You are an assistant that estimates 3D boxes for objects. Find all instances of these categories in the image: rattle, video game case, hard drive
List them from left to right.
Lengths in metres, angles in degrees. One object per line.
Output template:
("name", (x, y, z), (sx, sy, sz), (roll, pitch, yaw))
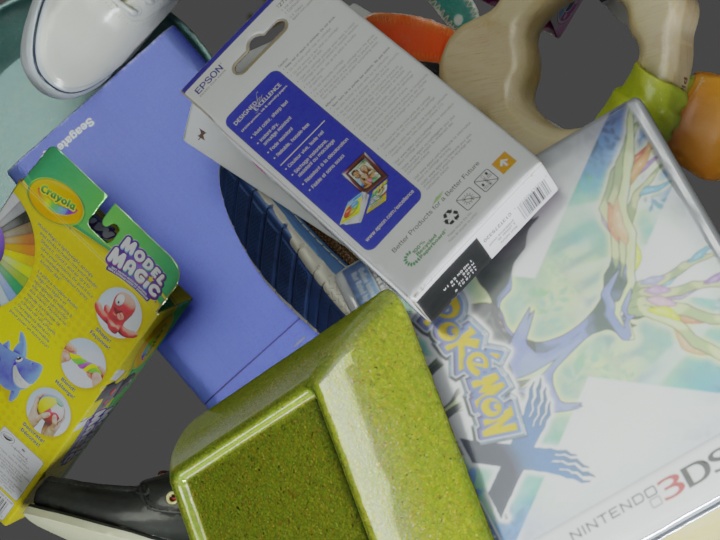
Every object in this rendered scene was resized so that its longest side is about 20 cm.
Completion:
("hard drive", (-0.093, -0.026, 1.330), (0.132, 0.025, 0.200), (-41, 81, -2))
("rattle", (0.115, -0.116, 1.274), (0.199, 0.142, 0.131), (6, 102, 38))
("video game case", (0.107, 0.042, 1.125), (0.182, 0.022, 0.201), (-30, 68, 7))

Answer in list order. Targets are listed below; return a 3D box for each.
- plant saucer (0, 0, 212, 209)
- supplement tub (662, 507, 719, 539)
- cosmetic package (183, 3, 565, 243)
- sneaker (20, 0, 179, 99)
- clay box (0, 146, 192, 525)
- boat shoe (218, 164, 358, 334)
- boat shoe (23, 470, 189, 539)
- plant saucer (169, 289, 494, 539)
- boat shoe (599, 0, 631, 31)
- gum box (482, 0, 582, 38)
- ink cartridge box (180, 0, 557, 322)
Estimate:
("plant saucer", (-0.171, -0.072, 1.376), (0.199, 0.036, 0.201), (-1, 81, 6))
("supplement tub", (0.136, 0.098, 1.190), (0.199, 0.144, 0.145), (-30, 69, 8))
("cosmetic package", (0.025, -0.065, 1.268), (0.199, 0.151, 0.052), (33, 129, 21))
("sneaker", (-0.123, -0.184, 1.325), (0.200, 0.073, 0.071), (-53, 23, -11))
("clay box", (-0.183, 0.035, 1.313), (0.115, 0.048, 0.200), (43, 113, 12))
("boat shoe", (0.000, 0.000, 1.277), (0.072, 0.072, 0.200), (-34, 73, -23))
("boat shoe", (-0.092, 0.142, 1.291), (0.200, 0.074, 0.063), (8, 73, 16))
("plant saucer", (-0.022, 0.139, 1.154), (0.199, 0.048, 0.201), (-35, 70, 45))
("boat shoe", (0.218, -0.207, 1.297), (0.200, 0.074, 0.067), (-39, 96, 3))
("gum box", (0.057, -0.236, 1.347), (0.199, 0.066, 0.114), (29, 84, 23))
("ink cartridge box", (0.001, -0.068, 1.171), (0.095, 0.037, 0.200), (-46, 58, -3))
